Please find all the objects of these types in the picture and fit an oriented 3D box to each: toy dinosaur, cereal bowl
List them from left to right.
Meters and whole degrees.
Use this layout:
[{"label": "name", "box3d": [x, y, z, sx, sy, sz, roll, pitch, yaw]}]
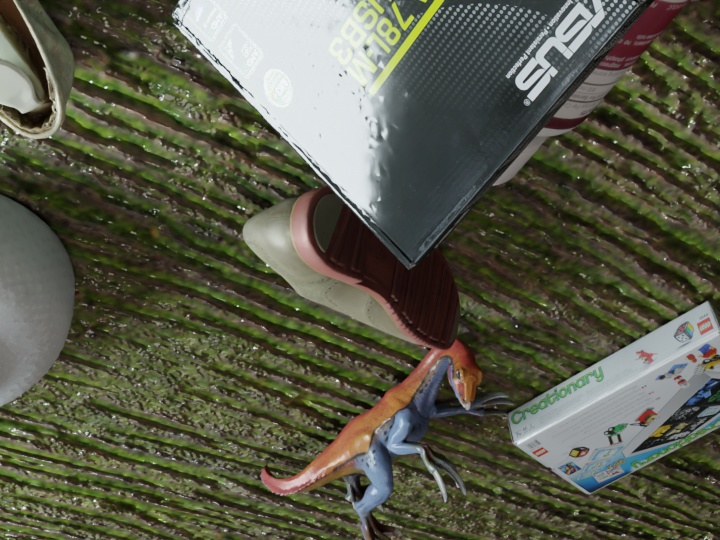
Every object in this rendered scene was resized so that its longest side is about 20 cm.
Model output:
[{"label": "cereal bowl", "box3d": [-0.285, 0.036, 0.850, 0.197, 0.084, 0.202, -7, 139, -6]}, {"label": "toy dinosaur", "box3d": [0.026, 0.129, 1.036, 0.197, 0.105, 0.184, 8, 117, -4]}]

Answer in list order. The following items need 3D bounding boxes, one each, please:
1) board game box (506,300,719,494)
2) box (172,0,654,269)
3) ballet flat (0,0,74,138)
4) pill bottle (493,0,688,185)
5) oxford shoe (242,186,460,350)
[{"label": "board game box", "box3d": [0.238, 0.112, 1.100, 0.199, 0.035, 0.126, -33, 135, 23]}, {"label": "box", "box3d": [0.020, -0.135, 0.660, 0.200, 0.193, 0.047, -48, 171, 37]}, {"label": "ballet flat", "box3d": [-0.204, -0.146, 0.671, 0.067, 0.063, 0.201, -22, 139, 12]}, {"label": "pill bottle", "box3d": [0.103, -0.147, 0.704, 0.113, 0.115, 0.200, 16, 133, -29]}, {"label": "oxford shoe", "box3d": [0.000, 0.000, 0.905, 0.074, 0.071, 0.200, -5, 150, 37]}]
